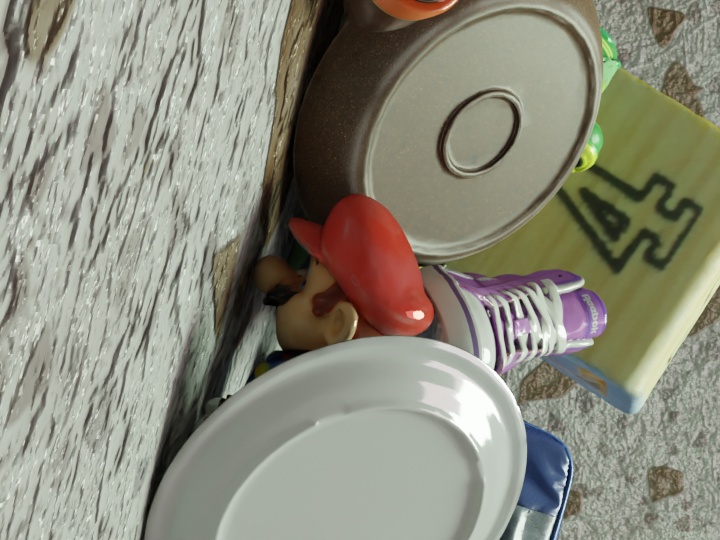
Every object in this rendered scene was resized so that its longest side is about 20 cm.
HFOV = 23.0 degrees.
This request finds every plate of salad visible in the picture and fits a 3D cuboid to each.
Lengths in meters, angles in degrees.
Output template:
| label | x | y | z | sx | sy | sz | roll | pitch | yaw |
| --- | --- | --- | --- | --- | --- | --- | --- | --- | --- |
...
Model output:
| label | x | y | z | sx | sy | sz | roll | pitch | yaw |
| --- | --- | --- | --- | --- | --- | --- | --- | --- | --- |
| plate of salad | -0.012 | 0.111 | 0.864 | 0.048 | 0.200 | 0.200 | -125 | -139 | -50 |

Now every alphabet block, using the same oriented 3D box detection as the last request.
| label | x | y | z | sx | sy | sz | roll | pitch | yaw |
| --- | --- | --- | --- | --- | --- | --- | --- | --- | --- |
| alphabet block | 0.183 | -0.028 | 1.355 | 0.200 | 0.196 | 0.195 | -56 | 170 | -4 |

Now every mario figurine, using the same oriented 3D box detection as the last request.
| label | x | y | z | sx | sy | sz | roll | pitch | yaw |
| --- | --- | --- | --- | --- | --- | --- | --- | --- | --- |
| mario figurine | -0.043 | 0.049 | 0.915 | 0.200 | 0.106 | 0.123 | -65 | -150 | 9 |

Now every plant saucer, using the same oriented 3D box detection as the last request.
| label | x | y | z | sx | sy | sz | roll | pitch | yaw |
| --- | --- | --- | --- | --- | --- | --- | --- | --- | --- |
| plant saucer | 0.058 | -0.080 | 0.954 | 0.200 | 0.034 | 0.201 | -21 | 133 | -25 |

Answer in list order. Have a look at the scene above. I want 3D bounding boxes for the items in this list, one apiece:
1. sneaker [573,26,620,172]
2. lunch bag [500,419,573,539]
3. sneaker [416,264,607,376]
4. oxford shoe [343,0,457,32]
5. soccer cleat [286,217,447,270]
| label | x | y | z | sx | sy | sz | roll | pitch | yaw |
| --- | --- | --- | --- | --- | --- | --- | --- | --- | --- |
| sneaker | 0.131 | -0.131 | 1.185 | 0.084 | 0.074 | 0.200 | -47 | -160 | 17 |
| lunch bag | 0.018 | 0.132 | 1.056 | 0.132 | 0.200 | 0.136 | 154 | -47 | -73 |
| sneaker | 0.085 | 0.026 | 0.990 | 0.200 | 0.114 | 0.073 | -91 | 174 | -85 |
| oxford shoe | 0.025 | -0.212 | 0.860 | 0.073 | 0.071 | 0.200 | -15 | -123 | 63 |
| soccer cleat | -0.001 | -0.001 | 1.087 | 0.084 | 0.065 | 0.200 | -45 | 165 | 4 |
